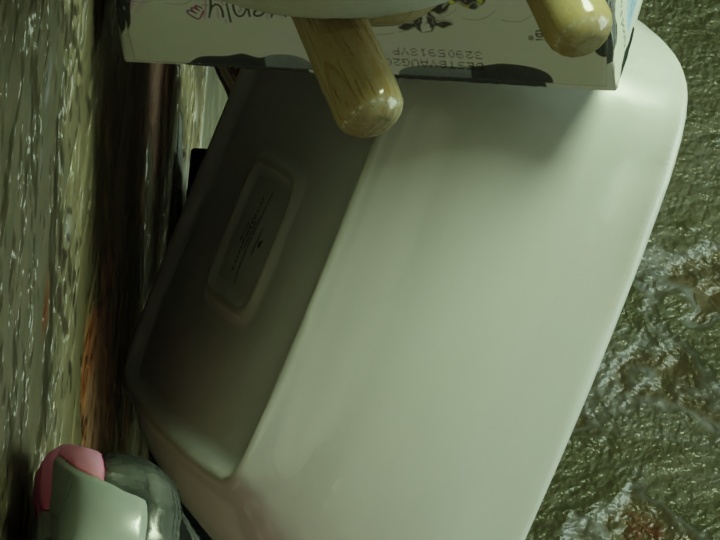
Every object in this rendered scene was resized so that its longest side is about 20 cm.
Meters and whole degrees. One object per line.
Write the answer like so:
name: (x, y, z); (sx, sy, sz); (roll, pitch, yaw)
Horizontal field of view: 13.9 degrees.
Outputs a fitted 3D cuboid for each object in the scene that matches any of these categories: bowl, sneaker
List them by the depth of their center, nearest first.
sneaker: (-0.035, 0.105, 0.722); (0.200, 0.095, 0.079); (89, 6, -59)
bowl: (0.000, 0.000, 0.858); (0.201, 0.074, 0.200); (-67, -157, 6)

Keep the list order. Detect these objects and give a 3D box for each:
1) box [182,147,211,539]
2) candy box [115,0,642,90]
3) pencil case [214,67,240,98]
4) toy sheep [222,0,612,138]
box: (-0.031, 0.043, 1.137); (0.200, 0.079, 0.142); (91, 1, -79)
candy box: (0.021, -0.130, 0.826); (0.200, 0.136, 0.061); (-70, 160, -51)
pencil case: (-0.003, -0.019, 1.004); (0.078, 0.089, 0.201); (149, -72, -71)
toy sheep: (-0.005, -0.114, 0.606); (0.200, 0.137, 0.138); (81, 12, -62)
